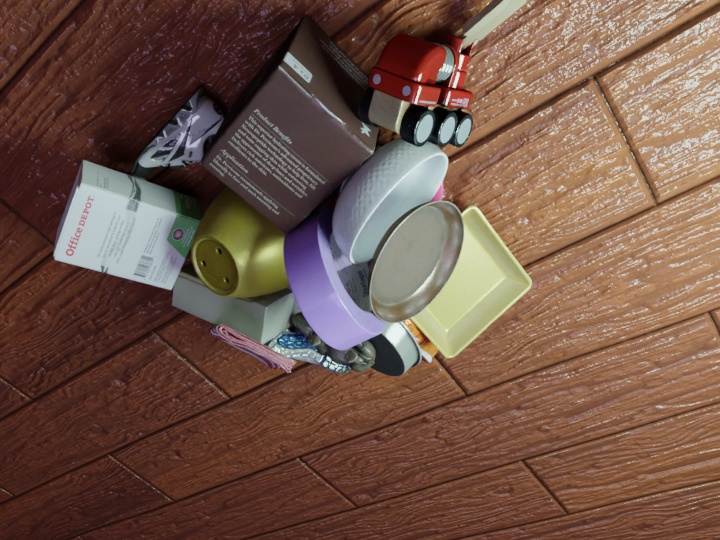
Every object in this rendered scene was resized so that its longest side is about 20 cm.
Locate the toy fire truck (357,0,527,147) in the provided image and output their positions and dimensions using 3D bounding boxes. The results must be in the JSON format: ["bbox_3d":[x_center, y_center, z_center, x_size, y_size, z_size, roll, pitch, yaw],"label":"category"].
[{"bbox_3d":[0.108,-0.266,0.815,0.127,0.174,0.205,28,113,29],"label":"toy fire truck"}]

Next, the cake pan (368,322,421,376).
[{"bbox_3d":[0.017,0.115,1.128,0.197,0.037,0.202,32,153,18],"label":"cake pan"}]

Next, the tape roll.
[{"bbox_3d":[-0.034,0.012,0.963,0.064,0.203,0.201,-25,123,21],"label":"tape roll"}]

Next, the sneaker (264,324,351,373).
[{"bbox_3d":[-0.096,0.143,1.227,0.195,0.077,0.086,18,169,-18],"label":"sneaker"}]

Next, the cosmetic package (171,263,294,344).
[{"bbox_3d":[-0.225,0.050,1.136,0.195,0.103,0.075,19,110,19],"label":"cosmetic package"}]

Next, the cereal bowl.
[{"bbox_3d":[0.031,-0.111,0.912,0.083,0.198,0.202,45,132,16],"label":"cereal bowl"}]

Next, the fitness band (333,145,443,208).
[{"bbox_3d":[0.043,-0.111,1.023,0.143,0.038,0.200,38,115,-18],"label":"fitness band"}]

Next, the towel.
[{"bbox_3d":[-0.195,0.135,1.110,0.141,0.023,0.199,30,165,-13],"label":"towel"}]

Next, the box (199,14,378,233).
[{"bbox_3d":[-0.091,-0.201,0.903,0.165,0.167,0.199,38,126,-21],"label":"box"}]

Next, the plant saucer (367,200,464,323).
[{"bbox_3d":[0.079,-0.016,0.962,0.032,0.197,0.204,37,144,36],"label":"plant saucer"}]

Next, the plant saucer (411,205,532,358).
[{"bbox_3d":[0.162,0.017,1.081,0.199,0.049,0.200,-41,117,6],"label":"plant saucer"}]

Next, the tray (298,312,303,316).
[{"bbox_3d":[-0.026,0.097,1.232,0.193,0.038,0.101,1,130,11],"label":"tray"}]

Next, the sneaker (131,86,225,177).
[{"bbox_3d":[-0.284,-0.191,1.009,0.198,0.075,0.088,-31,117,32],"label":"sneaker"}]

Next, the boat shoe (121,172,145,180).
[{"bbox_3d":[-0.424,-0.083,1.131,0.067,0.073,0.203,18,132,-3],"label":"boat shoe"}]

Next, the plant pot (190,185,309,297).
[{"bbox_3d":[-0.188,-0.037,1.030,0.195,0.142,0.206,16,124,25],"label":"plant pot"}]

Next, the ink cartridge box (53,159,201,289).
[{"bbox_3d":[-0.380,-0.071,1.048,0.196,0.085,0.148,18,118,-32],"label":"ink cartridge box"}]

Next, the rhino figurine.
[{"bbox_3d":[-0.054,0.121,1.114,0.197,0.061,0.087,21,167,39],"label":"rhino figurine"}]

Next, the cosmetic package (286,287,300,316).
[{"bbox_3d":[-0.153,0.050,1.188,0.196,0.050,0.084,-25,93,29],"label":"cosmetic package"}]

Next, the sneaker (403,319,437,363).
[{"bbox_3d":[0.099,0.102,1.156,0.072,0.078,0.200,28,172,27],"label":"sneaker"}]
